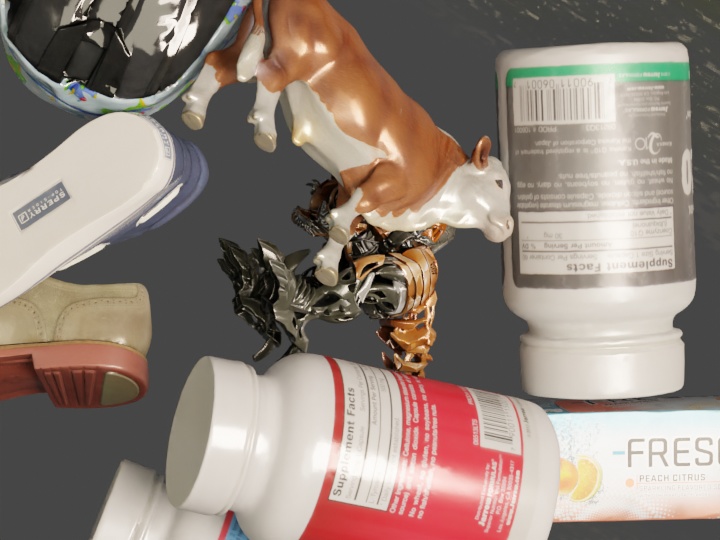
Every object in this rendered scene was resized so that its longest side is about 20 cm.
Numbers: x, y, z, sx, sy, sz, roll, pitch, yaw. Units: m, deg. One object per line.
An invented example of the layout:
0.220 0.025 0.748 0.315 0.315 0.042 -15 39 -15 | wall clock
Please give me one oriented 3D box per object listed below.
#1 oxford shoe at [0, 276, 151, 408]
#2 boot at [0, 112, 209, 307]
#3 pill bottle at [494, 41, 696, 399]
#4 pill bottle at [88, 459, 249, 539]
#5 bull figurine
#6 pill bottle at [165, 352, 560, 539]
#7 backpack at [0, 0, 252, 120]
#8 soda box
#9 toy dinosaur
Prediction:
-0.219 0.035 1.311 0.200 0.070 0.075 5 61 1 | oxford shoe
-0.181 -0.019 1.275 0.200 0.090 0.073 -26 76 12 | boot
0.136 -0.030 1.297 0.113 0.113 0.200 -2 95 -4 | pill bottle
-0.060 0.184 1.300 0.200 0.109 0.109 22 92 -5 | pill bottle
-0.004 -0.071 1.239 0.200 0.065 0.121 47 55 -11 | bull figurine
0.000 0.108 1.242 0.200 0.112 0.112 13 93 -17 | pill bottle
-0.123 -0.180 1.264 0.163 0.154 0.200 24 71 -11 | backpack
0.189 0.111 1.335 0.200 0.064 0.068 -1 94 -5 | soda box
0.000 0.000 1.304 0.136 0.102 0.200 -13 73 -19 | toy dinosaur
